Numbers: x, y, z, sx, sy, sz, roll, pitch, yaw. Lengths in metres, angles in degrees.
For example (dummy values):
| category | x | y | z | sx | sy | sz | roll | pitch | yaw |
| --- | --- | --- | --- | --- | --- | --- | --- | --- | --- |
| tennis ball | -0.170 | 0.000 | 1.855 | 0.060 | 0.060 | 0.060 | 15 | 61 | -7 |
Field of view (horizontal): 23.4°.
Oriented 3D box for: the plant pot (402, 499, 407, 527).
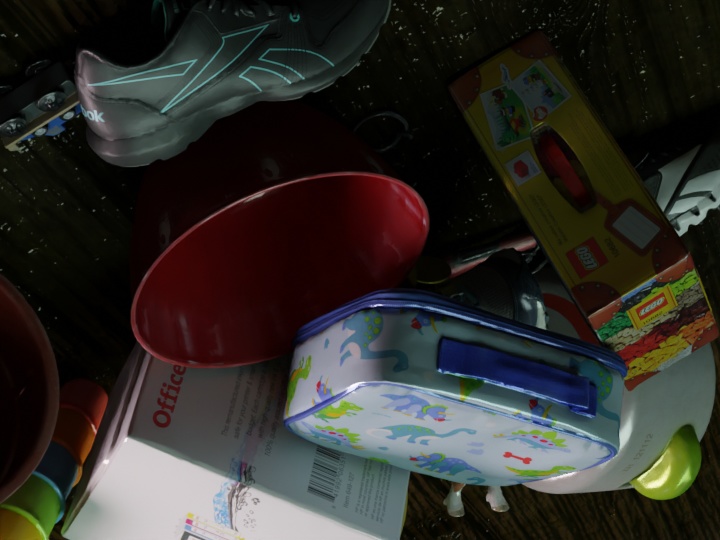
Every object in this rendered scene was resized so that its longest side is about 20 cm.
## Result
| category | x | y | z | sx | sy | sz | roll | pitch | yaw |
| --- | --- | --- | --- | --- | --- | --- | --- | --- | --- |
| plant pot | -0.088 | 0.192 | 1.398 | 0.200 | 0.202 | 0.189 | -8 | 161 | -26 |

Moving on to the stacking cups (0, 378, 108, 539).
| category | x | y | z | sx | sy | sz | roll | pitch | yaw |
| --- | --- | --- | --- | --- | --- | --- | --- | --- | --- |
| stacking cups | -0.223 | 0.147 | 1.224 | 0.060 | 0.200 | 0.061 | 8 | 125 | 12 |

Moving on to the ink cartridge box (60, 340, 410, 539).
| category | x | y | z | sx | sy | sz | roll | pitch | yaw |
| --- | --- | --- | --- | --- | --- | --- | --- | --- | --- |
| ink cartridge box | -0.081 | 0.133 | 1.216 | 0.199 | 0.148 | 0.145 | 25 | 135 | -12 |

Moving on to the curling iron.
| category | x | y | z | sx | sy | sz | roll | pitch | yaw |
| --- | --- | --- | --- | --- | --- | --- | --- | --- | --- |
| curling iron | 0.062 | 0.005 | 1.359 | 0.199 | 0.026 | 0.050 | -17 | 147 | -12 |

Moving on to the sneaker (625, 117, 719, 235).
| category | x | y | z | sx | sy | sz | roll | pitch | yaw |
| --- | --- | --- | --- | --- | --- | --- | --- | --- | --- |
| sneaker | 0.221 | -0.064 | 1.321 | 0.200 | 0.091 | 0.066 | -46 | -169 | -4 |

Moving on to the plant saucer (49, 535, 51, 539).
| category | x | y | z | sx | sy | sz | roll | pitch | yaw |
| --- | --- | --- | --- | --- | --- | --- | --- | --- | --- |
| plant saucer | -0.314 | 0.190 | 1.216 | 0.199 | 0.200 | 0.030 | -7 | 130 | -28 |

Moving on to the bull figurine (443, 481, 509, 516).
| category | x | y | z | sx | sy | sz | roll | pitch | yaw |
| --- | --- | --- | --- | --- | --- | --- | --- | --- | --- |
| bull figurine | 0.072 | 0.129 | 1.399 | 0.065 | 0.199 | 0.122 | -15 | 117 | -44 |

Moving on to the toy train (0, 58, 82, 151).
| category | x | y | z | sx | sy | sz | roll | pitch | yaw |
| --- | --- | --- | --- | --- | --- | --- | --- | --- | --- |
| toy train | -0.238 | -0.064 | 1.021 | 0.199 | 0.034 | 0.046 | -31 | 153 | 12 |

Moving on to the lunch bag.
| category | x | y | z | sx | sy | sz | roll | pitch | yaw |
| --- | --- | --- | --- | --- | --- | --- | --- | --- | --- |
| lunch bag | 0.063 | 0.078 | 1.126 | 0.199 | 0.083 | 0.161 | 16 | 158 | -22 |

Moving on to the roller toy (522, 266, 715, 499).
| category | x | y | z | sx | sy | sz | roll | pitch | yaw |
| --- | --- | --- | --- | --- | --- | --- | --- | --- | --- |
| roller toy | 0.181 | 0.089 | 1.423 | 0.139 | 0.184 | 0.199 | 2 | -179 | -44 |

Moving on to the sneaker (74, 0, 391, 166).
| category | x | y | z | sx | sy | sz | roll | pitch | yaw |
| --- | --- | --- | --- | --- | --- | --- | --- | --- | --- |
| sneaker | -0.072 | -0.133 | 0.993 | 0.199 | 0.075 | 0.080 | -30 | 132 | -14 |

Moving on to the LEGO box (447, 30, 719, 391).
| category | x | y | z | sx | sy | sz | roll | pitch | yaw |
| --- | --- | --- | --- | --- | --- | --- | --- | --- | --- |
| LEGO box | 0.153 | -0.039 | 1.179 | 0.077 | 0.201 | 0.149 | -31 | 150 | 5 |

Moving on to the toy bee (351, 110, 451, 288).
| category | x | y | z | sx | sy | sz | roll | pitch | yaw |
| --- | --- | --- | --- | --- | --- | --- | --- | --- | --- |
| toy bee | 0.000 | 0.000 | 1.225 | 0.130 | 0.109 | 0.200 | -21 | 150 | -3 |

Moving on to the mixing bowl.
| category | x | y | z | sx | sy | sz | roll | pitch | yaw |
| --- | --- | --- | --- | --- | --- | --- | --- | --- | --- |
| mixing bowl | -0.067 | -0.039 | 1.111 | 0.199 | 0.109 | 0.201 | -19 | 151 | -11 |

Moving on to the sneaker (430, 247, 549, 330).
| category | x | y | z | sx | sy | sz | roll | pitch | yaw |
| --- | --- | --- | --- | --- | --- | --- | --- | --- | --- |
| sneaker | 0.067 | 0.046 | 1.288 | 0.086 | 0.078 | 0.200 | -18 | 170 | -29 |

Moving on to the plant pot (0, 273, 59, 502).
| category | x | y | z | sx | sy | sz | roll | pitch | yaw |
| --- | --- | --- | --- | --- | --- | --- | --- | --- | --- |
| plant pot | -0.313 | 0.108 | 1.101 | 0.200 | 0.202 | 0.195 | -6 | 154 | -29 |
